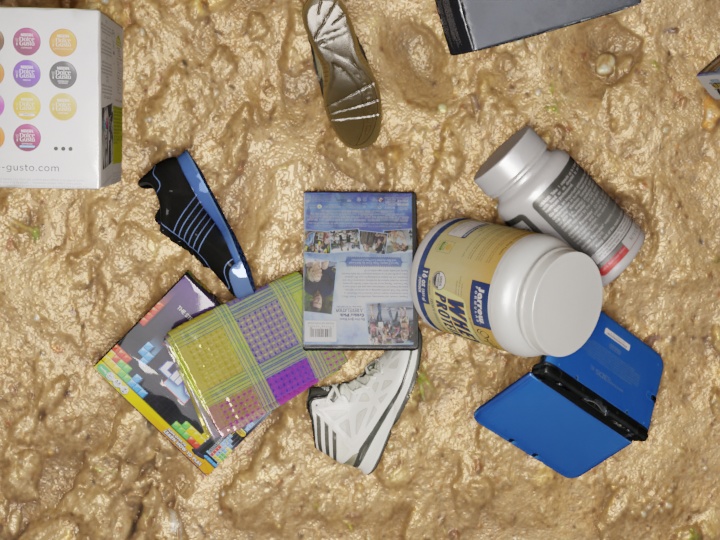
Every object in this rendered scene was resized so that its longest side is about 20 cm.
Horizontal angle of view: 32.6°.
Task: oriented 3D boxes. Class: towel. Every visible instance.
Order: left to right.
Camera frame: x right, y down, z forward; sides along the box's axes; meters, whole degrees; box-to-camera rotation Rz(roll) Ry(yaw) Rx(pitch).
[{"bbox_3d":[-0.129,0.100,1.503,0.200,0.023,0.144,-28,90,-22],"label":"towel"}]

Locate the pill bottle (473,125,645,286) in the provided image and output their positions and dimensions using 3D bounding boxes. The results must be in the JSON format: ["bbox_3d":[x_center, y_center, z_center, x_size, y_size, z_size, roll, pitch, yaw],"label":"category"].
[{"bbox_3d":[0.242,-0.075,1.511,0.200,0.114,0.114,45,93,-7],"label":"pill bottle"}]

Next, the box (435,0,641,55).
[{"bbox_3d":[0.195,-0.336,1.435,0.199,0.197,0.124,-16,97,0],"label":"box"}]

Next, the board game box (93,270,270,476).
[{"bbox_3d":[-0.204,0.128,1.542,0.200,0.057,0.165,44,94,-7],"label":"board game box"}]

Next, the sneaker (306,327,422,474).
[{"bbox_3d":[-0.002,0.149,1.545,0.115,0.076,0.201,22,98,-7],"label":"sneaker"}]

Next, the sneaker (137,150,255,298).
[{"bbox_3d":[-0.200,-0.046,1.504,0.078,0.070,0.200,-28,78,0],"label":"sneaker"}]

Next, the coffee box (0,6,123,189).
[{"bbox_3d":[-0.384,-0.198,1.420,0.199,0.200,0.199,1,96,-3],"label":"coffee box"}]

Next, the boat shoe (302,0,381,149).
[{"bbox_3d":[-0.019,-0.248,1.501,0.073,0.065,0.201,-12,116,5],"label":"boat shoe"}]

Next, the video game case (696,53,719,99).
[{"bbox_3d":[0.515,-0.285,1.465,0.200,0.181,0.045,-42,98,3],"label":"video game case"}]

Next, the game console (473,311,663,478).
[{"bbox_3d":[0.265,0.147,1.555,0.200,0.118,0.171,34,63,-29],"label":"game console"}]

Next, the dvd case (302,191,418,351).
[{"bbox_3d":[0.000,0.000,1.525,0.142,0.018,0.201,0,78,-3],"label":"dvd case"}]

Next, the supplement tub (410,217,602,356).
[{"bbox_3d":[0.171,0.021,1.458,0.144,0.200,0.145,-11,107,-38],"label":"supplement tub"}]
